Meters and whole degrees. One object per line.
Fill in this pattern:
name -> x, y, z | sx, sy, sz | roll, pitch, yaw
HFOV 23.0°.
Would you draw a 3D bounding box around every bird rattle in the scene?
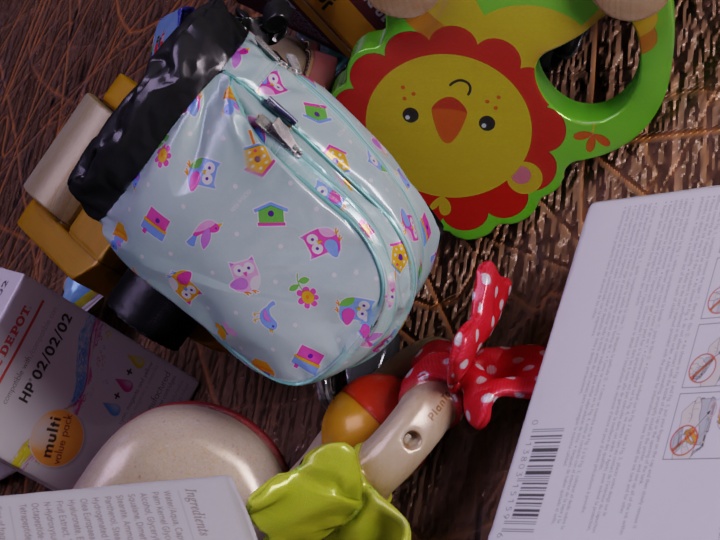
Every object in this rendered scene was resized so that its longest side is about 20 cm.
bird rattle -> 0.015, 0.082, 0.980 | 0.201, 0.112, 0.163 | -58, 15, -8

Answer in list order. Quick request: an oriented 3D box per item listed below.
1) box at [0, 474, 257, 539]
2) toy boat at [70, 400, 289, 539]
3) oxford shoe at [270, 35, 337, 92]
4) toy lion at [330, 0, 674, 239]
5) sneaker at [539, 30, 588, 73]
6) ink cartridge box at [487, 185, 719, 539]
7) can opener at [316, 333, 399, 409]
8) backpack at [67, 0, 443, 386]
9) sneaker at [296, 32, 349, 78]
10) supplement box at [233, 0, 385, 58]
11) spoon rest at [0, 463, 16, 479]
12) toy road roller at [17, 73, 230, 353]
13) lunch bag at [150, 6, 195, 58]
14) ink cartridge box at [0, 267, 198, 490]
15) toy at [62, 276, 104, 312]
box -> -0.128, 0.241, 0.879 | 0.200, 0.170, 0.200 | -117, 29, -56
toy boat -> -0.122, 0.173, 1.081 | 0.201, 0.130, 0.131 | -55, 1, 5
oxford shoe -> -0.067, -0.126, 1.130 | 0.200, 0.074, 0.071 | -167, 97, -77
toy lion -> 0.079, -0.108, 1.015 | 0.198, 0.193, 0.069 | 1, 30, 10
sneaker -> 0.082, -0.150, 1.103 | 0.071, 0.099, 0.200 | -51, 0, -22
ink cartridge box -> 0.161, 0.052, 0.856 | 0.173, 0.043, 0.201 | -6, 56, 46
can opener -> 0.000, 0.000, 1.132 | 0.066, 0.054, 0.201 | -3, 52, 14
backpack -> -0.055, -0.032, 0.996 | 0.167, 0.200, 0.127 | -47, 3, 33
sneaker -> 0.008, -0.202, 1.299 | 0.088, 0.074, 0.201 | 103, -170, -85
supplement box -> -0.023, -0.274, 1.171 | 0.198, 0.133, 0.200 | -50, 37, -4
spoon rest -> -0.249, 0.111, 1.362 | 0.200, 0.060, 0.100 | -26, 39, 59
toy road roller -> -0.116, -0.023, 1.179 | 0.200, 0.146, 0.123 | 39, 94, 38
lunch bag -> -0.131, -0.082, 1.300 | 0.151, 0.093, 0.202 | -156, 85, -77
ink cartridge box -> -0.224, 0.076, 1.207 | 0.068, 0.199, 0.116 | 10, 69, 56
toy -> -0.262, 0.048, 1.344 | 0.115, 0.047, 0.200 | -29, 8, 46
